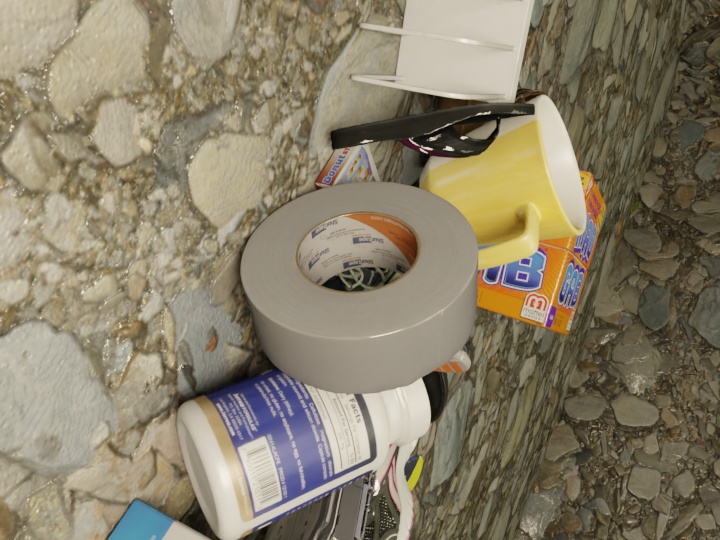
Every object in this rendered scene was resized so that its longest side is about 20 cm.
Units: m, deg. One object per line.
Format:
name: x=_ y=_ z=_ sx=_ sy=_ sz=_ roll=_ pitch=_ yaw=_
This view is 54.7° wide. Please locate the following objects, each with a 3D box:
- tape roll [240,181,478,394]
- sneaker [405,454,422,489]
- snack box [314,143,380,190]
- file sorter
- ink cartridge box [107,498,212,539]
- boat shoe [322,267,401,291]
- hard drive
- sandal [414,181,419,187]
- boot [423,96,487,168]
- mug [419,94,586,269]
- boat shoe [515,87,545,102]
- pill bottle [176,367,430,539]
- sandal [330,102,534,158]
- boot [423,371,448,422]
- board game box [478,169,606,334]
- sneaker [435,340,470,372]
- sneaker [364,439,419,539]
tape roll: x=0.001 y=0.007 z=0.596 sx=0.201 sy=0.198 sz=0.067 roll=-50 pitch=147 yaw=-38
sneaker: x=-0.012 y=0.250 z=0.872 sx=0.199 sy=0.082 sz=0.075 roll=10 pitch=106 yaw=-44
snack box: x=0.004 y=-0.055 z=0.764 sx=0.072 sy=0.024 sz=0.201 roll=-59 pitch=151 yaw=-23
file sorter: x=0.081 y=-0.271 z=0.663 sx=0.124 sy=0.138 sz=0.202 roll=-18 pitch=122 yaw=-55
ink cartridge box: x=-0.103 y=0.284 z=0.557 sx=0.086 sy=0.198 sz=0.147 roll=-56 pitch=149 yaw=-30
boat shoe: x=0.000 y=0.000 z=0.704 sx=0.199 sy=0.075 sz=0.062 roll=-37 pitch=146 yaw=-23
hard drive: x=-0.051 y=0.259 z=0.683 sx=0.201 sy=0.038 sz=0.140 roll=-53 pitch=-168 yaw=33
sandal: x=0.084 y=-0.019 z=0.868 sx=0.081 sy=0.053 sz=0.202 roll=67 pitch=26 yaw=-55
boot: x=0.161 y=-0.198 z=0.825 sx=0.066 sy=0.173 sz=0.202 roll=-40 pitch=143 yaw=-58
mug: x=0.141 y=-0.090 z=0.744 sx=0.186 sy=0.152 sz=0.151 roll=-23 pitch=97 yaw=-61
boat shoe: x=0.223 y=-0.225 z=1.028 sx=0.202 sy=0.074 sz=0.075 roll=-49 pitch=135 yaw=-43
pill bottle: x=-0.046 y=0.135 z=0.596 sx=0.198 sy=0.116 sz=0.117 roll=-18 pitch=126 yaw=-26
sandal: x=0.071 y=-0.128 z=0.672 sx=0.075 sy=0.198 sz=0.049 roll=-126 pitch=-154 yaw=-80
boot: x=0.050 y=0.146 z=0.910 sx=0.158 sy=0.079 sz=0.213 roll=-46 pitch=134 yaw=-54
board game box: x=0.212 y=-0.039 z=0.984 sx=0.199 sy=0.198 sz=0.202 roll=16 pitch=91 yaw=-64
sneaker: x=0.078 y=0.029 z=0.761 sx=0.200 sy=0.077 sz=0.113 roll=57 pitch=38 yaw=-58
sneaker: x=0.006 y=0.219 z=0.760 sx=0.086 sy=0.080 sz=0.202 roll=37 pitch=44 yaw=-30
